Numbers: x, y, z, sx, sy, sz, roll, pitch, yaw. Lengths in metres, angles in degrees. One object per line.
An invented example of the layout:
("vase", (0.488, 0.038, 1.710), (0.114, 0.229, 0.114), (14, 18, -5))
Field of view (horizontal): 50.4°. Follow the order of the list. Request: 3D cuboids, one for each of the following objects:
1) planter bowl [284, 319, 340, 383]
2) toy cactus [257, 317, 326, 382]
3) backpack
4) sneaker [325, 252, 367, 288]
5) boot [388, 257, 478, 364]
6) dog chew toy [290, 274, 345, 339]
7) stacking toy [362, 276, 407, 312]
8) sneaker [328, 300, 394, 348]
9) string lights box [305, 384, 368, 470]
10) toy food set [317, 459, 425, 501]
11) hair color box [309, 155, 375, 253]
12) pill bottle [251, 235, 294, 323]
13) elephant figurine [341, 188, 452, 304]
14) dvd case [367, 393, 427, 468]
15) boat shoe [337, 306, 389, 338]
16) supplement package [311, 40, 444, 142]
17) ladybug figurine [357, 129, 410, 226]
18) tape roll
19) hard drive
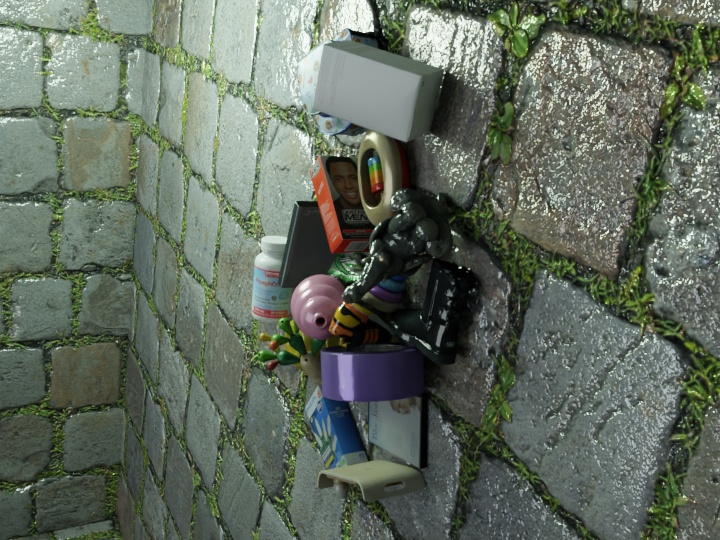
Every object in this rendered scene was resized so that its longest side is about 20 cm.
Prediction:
("planter bowl", (-0.127, 0.170, 1.811), (0.199, 0.082, 0.205), (5, 96, 60))
("toy cactus", (-0.128, 0.176, 1.709), (0.167, 0.198, 0.102), (58, 179, -16))
("backpack", (-0.034, -0.374, 1.563), (0.199, 0.152, 0.194), (-20, 85, 55))
("sneaker", (0.000, 0.000, 1.590), (0.198, 0.078, 0.087), (10, 73, 48))
("boot", (0.128, 0.058, 1.378), (0.198, 0.072, 0.166), (35, 119, 55))
("dog chew toy", (-0.078, 0.079, 1.510), (0.200, 0.122, 0.127), (-113, 25, -80))
("stacking toy", (0.071, -0.026, 1.453), (0.085, 0.084, 0.203), (43, 113, 49))
("sneaker", (-0.003, 0.111, 1.457), (0.070, 0.200, 0.090), (38, 87, 29))
("string lights box", (-0.056, 0.368, 1.726), (0.103, 0.058, 0.202), (-61, 42, 43))
("toy food set", (0.018, 0.425, 1.521), (0.199, 0.141, 0.062), (-11, 83, 59))
("hair color box", (-0.032, -0.140, 1.609), (0.061, 0.100, 0.203), (-47, 53, 51))
("pill bottle", (-0.217, 0.021, 1.931), (0.108, 0.107, 0.204), (28, 116, 55))
("elephant figurine", (0.061, -0.040, 1.350), (0.200, 0.153, 0.143), (-47, 46, 31))
("dvd case", (0.071, 0.299, 1.543), (0.199, 0.017, 0.146), (9, 101, 60))
("boat shoe", (-0.015, 0.105, 1.625), (0.199, 0.069, 0.072), (-29, 56, 57))
("supplement package", (0.031, -0.326, 1.382), (0.197, 0.121, 0.122), (23, 116, 19))
("ladybug figurine", (0.049, -0.186, 1.494), (0.135, 0.071, 0.205), (-14, 81, 60))
("tape roll", (0.023, 0.188, 1.441), (0.199, 0.197, 0.087), (-1, 92, 59))
("hard drive", (-0.100, -0.058, 1.693), (0.033, 0.137, 0.203), (48, 132, 47))
